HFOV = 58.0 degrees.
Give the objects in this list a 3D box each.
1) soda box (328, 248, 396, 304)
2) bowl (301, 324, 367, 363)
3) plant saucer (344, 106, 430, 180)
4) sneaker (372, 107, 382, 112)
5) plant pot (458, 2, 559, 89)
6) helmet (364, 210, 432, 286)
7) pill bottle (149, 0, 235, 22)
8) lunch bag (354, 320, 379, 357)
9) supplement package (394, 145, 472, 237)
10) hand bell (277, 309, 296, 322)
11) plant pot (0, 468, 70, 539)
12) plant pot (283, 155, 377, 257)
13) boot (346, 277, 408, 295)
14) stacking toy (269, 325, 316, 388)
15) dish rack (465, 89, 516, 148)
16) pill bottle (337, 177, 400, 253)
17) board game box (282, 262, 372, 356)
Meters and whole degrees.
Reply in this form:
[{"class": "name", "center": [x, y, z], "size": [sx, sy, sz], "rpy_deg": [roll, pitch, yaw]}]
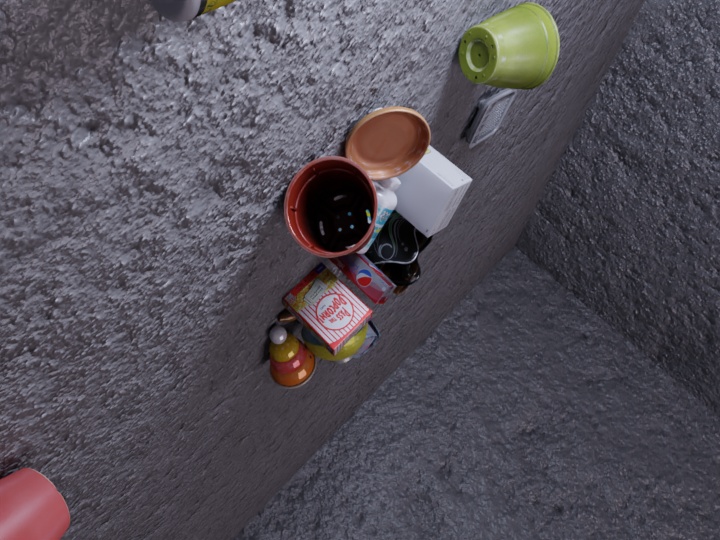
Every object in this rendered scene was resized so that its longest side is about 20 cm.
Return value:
[{"class": "soda box", "center": [0.000, 0.000, 1.721], "size": [0.064, 0.199, 0.070], "rpy_deg": [-51, 162, 13]}, {"class": "bowl", "center": [-0.066, 0.202, 1.881], "size": [0.199, 0.197, 0.110], "rpy_deg": [-36, 126, -37]}, {"class": "plant saucer", "center": [0.057, -0.284, 1.430], "size": [0.194, 0.038, 0.203], "rpy_deg": [-11, 145, -8]}, {"class": "sneaker", "center": [0.060, -0.312, 1.494], "size": [0.070, 0.074, 0.200], "rpy_deg": [-22, 152, 9]}, {"class": "plant pot", "center": [0.342, -0.530, 1.565], "size": [0.189, 0.202, 0.203], "rpy_deg": [-20, 148, -35]}, {"class": "helmet", "center": [0.106, -0.075, 1.848], "size": [0.201, 0.193, 0.196], "rpy_deg": [91, 7, -64]}, {"class": "pill bottle", "center": [-0.152, -0.370, 0.738], "size": [0.199, 0.112, 0.114], "rpy_deg": [-39, 160, -32]}, {"class": "lunch bag", "center": [-0.031, 0.175, 2.051], "size": [0.127, 0.171, 0.200], "rpy_deg": [-43, 164, 7]}, {"class": "supplement package", "center": [0.157, -0.219, 1.670], "size": [0.110, 0.199, 0.158], "rpy_deg": [-29, 154, -48]}, {"class": "hand bell", "center": [-0.148, 0.108, 1.804], "size": [0.196, 0.105, 0.106], "rpy_deg": [-15, 144, -41]}, {"class": "plant pot", "center": [-0.626, 0.462, 1.137], "size": [0.177, 0.198, 0.203], "rpy_deg": [-41, 164, -56]}, {"class": "plant pot", "center": [-0.049, -0.120, 1.405], "size": [0.202, 0.200, 0.195], "rpy_deg": [-49, 171, 1]}, {"class": "boot", "center": [0.056, 0.023, 1.984], "size": [0.198, 0.154, 0.075], "rpy_deg": [-26, 153, -52]}, {"class": "stacking toy", "center": [-0.209, 0.225, 1.821], "size": [0.146, 0.145, 0.202], "rpy_deg": [-42, 146, -20]}, {"class": "dish rack", "center": [0.396, -0.479, 2.007], "size": [0.198, 0.043, 0.174], "rpy_deg": [-34, 155, -43]}, {"class": "pill bottle", "center": [0.019, -0.153, 1.611], "size": [0.203, 0.110, 0.110], "rpy_deg": [-57, 161, 19]}, {"class": "board game box", "center": [-0.087, 0.100, 1.709], "size": [0.151, 0.199, 0.047], "rpy_deg": [-42, 162, -22]}]
